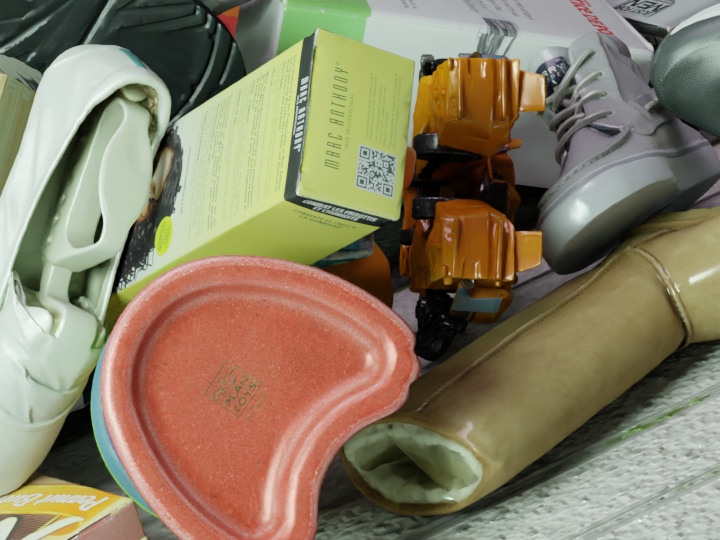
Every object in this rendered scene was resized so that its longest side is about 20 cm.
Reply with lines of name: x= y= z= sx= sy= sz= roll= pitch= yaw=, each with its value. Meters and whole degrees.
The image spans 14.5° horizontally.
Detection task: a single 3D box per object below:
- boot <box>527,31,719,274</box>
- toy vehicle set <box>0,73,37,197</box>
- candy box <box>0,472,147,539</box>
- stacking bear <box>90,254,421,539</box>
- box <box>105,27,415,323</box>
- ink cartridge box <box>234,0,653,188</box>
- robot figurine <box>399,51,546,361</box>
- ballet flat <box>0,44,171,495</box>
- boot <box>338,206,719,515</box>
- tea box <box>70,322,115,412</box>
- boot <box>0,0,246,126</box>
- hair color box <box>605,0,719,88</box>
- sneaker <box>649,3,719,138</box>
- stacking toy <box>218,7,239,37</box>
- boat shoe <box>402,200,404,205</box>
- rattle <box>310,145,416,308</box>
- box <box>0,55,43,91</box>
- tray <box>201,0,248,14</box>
boot: x=0.106 y=-0.061 z=1.340 sx=0.073 sy=0.096 sz=0.200 roll=-40 pitch=-8 yaw=18
toy vehicle set: x=-0.220 y=0.007 z=1.259 sx=0.124 sy=0.026 sz=0.201 roll=5 pitch=74 yaw=36
candy box: x=-0.188 y=0.133 z=1.235 sx=0.115 sy=0.056 sz=0.199 roll=-31 pitch=23 yaw=-31
stacking bear: x=-0.058 y=0.061 z=1.193 sx=0.122 sy=0.113 sz=0.200 roll=-56 pitch=1 yaw=-11
box: x=-0.051 y=-0.032 z=1.190 sx=0.050 sy=0.076 sz=0.200 roll=17 pitch=-24 yaw=-27
ink cartridge box: x=0.040 y=-0.108 z=1.505 sx=0.199 sy=0.085 sz=0.146 roll=8 pitch=17 yaw=-11
robot figurine: x=0.049 y=-0.033 z=1.308 sx=0.058 sy=0.146 sz=0.200 roll=2 pitch=-5 yaw=-2
ballet flat: x=-0.128 y=0.000 z=1.200 sx=0.069 sy=0.201 sz=0.069 roll=16 pitch=-4 yaw=1
boot: x=0.112 y=0.036 z=1.210 sx=0.200 sy=0.066 sz=0.175 roll=-32 pitch=8 yaw=-34
tea box: x=-0.194 y=0.001 z=1.407 sx=0.199 sy=0.135 sz=0.196 roll=-5 pitch=8 yaw=33
boot: x=-0.158 y=-0.145 z=1.386 sx=0.197 sy=0.074 sz=0.163 roll=22 pitch=16 yaw=-23
hair color box: x=0.236 y=-0.154 z=1.595 sx=0.199 sy=0.062 sz=0.101 roll=-25 pitch=21 yaw=-18
sneaker: x=0.226 y=-0.070 z=1.301 sx=0.199 sy=0.075 sz=0.085 roll=13 pitch=38 yaw=16
stacking toy: x=-0.074 y=-0.081 z=1.608 sx=0.145 sy=0.147 sz=0.200 roll=-23 pitch=32 yaw=-12
boat shoe: x=0.016 y=-0.084 z=1.615 sx=0.068 sy=0.057 sz=0.200 roll=-6 pitch=24 yaw=33
rattle: x=0.000 y=0.000 z=1.283 sx=0.199 sy=0.143 sz=0.130 roll=-9 pitch=35 yaw=52
box: x=-0.178 y=-0.109 z=1.502 sx=0.199 sy=0.069 sz=0.082 roll=8 pitch=-11 yaw=-41
tray: x=-0.110 y=-0.160 z=1.499 sx=0.022 sy=0.107 sz=0.200 roll=-64 pitch=11 yaw=-4
